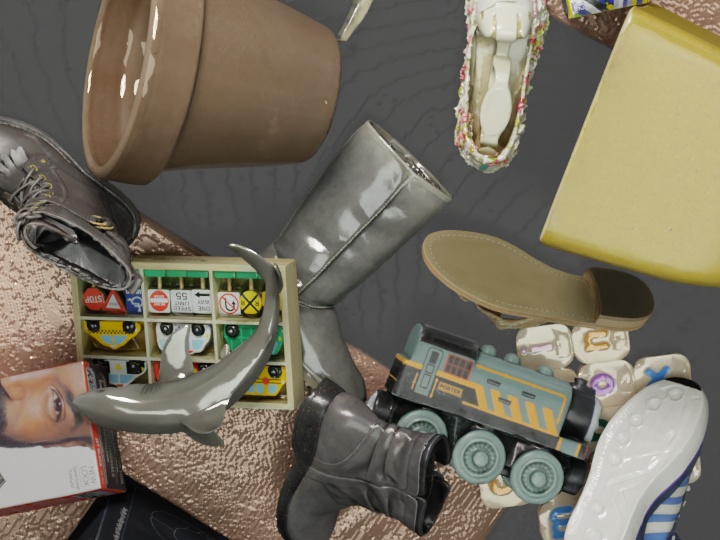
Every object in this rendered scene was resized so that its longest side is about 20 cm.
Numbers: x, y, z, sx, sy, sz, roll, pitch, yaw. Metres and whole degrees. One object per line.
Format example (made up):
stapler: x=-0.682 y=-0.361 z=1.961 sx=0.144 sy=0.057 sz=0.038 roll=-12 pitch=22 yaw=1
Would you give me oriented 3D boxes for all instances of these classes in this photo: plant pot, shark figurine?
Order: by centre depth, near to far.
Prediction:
plant pot: x=0.279 y=-0.085 z=1.649 sx=0.200 sy=0.196 sz=0.195 roll=23 pitch=102 yaw=8
plant pot: x=-0.115 y=-0.158 z=1.671 sx=0.174 sy=0.200 sz=0.201 roll=9 pitch=103 yaw=-22
shark figurine: x=-0.113 y=0.087 z=1.674 sx=0.214 sy=0.090 sz=0.128 roll=-41 pitch=115 yaw=13

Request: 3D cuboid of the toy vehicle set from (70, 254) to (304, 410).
toy vehicle set: x=-0.146 y=0.051 z=1.747 sx=0.200 sy=0.027 sz=0.125 roll=1 pitch=104 yaw=20

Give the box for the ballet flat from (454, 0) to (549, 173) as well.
ballet flat: x=0.118 y=-0.176 z=1.715 sx=0.075 sy=0.064 sz=0.200 roll=3 pitch=102 yaw=0

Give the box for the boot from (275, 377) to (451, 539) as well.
boot: x=0.004 y=0.190 z=1.737 sx=0.132 sy=0.070 sz=0.200 roll=27 pitch=141 yaw=18

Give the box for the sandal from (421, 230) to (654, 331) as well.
sandal: x=0.140 y=0.028 z=1.761 sx=0.211 sy=0.078 sz=0.070 roll=11 pitch=139 yaw=-16

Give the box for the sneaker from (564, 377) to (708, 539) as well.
sneaker: x=0.249 y=0.206 z=1.793 sx=0.080 sy=0.147 sz=0.200 roll=18 pitch=65 yaw=34

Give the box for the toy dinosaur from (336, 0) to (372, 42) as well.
toy dinosaur: x=0.021 y=-0.287 z=1.698 sx=0.088 sy=0.047 sz=0.200 roll=2 pitch=104 yaw=14

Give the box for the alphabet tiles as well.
alphabet tiles: x=0.195 y=0.139 z=1.812 sx=0.195 sy=0.015 sz=0.200 roll=-8 pitch=103 yaw=1

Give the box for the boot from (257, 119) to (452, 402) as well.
boot: x=0.001 y=0.001 z=1.758 sx=0.200 sy=0.073 sz=0.182 roll=-43 pitch=100 yaw=3

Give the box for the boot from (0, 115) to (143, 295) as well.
boot: x=-0.258 y=-0.055 z=1.681 sx=0.200 sy=0.174 sz=0.069 roll=28 pitch=101 yaw=-7

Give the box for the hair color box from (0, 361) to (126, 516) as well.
hair color box: x=-0.307 y=0.150 z=1.751 sx=0.200 sy=0.064 sz=0.111 roll=-12 pitch=79 yaw=12

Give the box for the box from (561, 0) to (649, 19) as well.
box: x=0.181 y=-0.311 z=1.684 sx=0.070 sy=0.064 sz=0.200 roll=-12 pitch=103 yaw=3

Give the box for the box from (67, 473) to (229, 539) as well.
box: x=-0.164 y=0.293 z=1.749 sx=0.196 sy=0.200 sz=0.124 roll=35 pitch=100 yaw=-8

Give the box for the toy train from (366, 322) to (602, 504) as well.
toy train: x=0.107 y=0.122 z=1.762 sx=0.200 sy=0.085 sz=0.114 roll=19 pitch=92 yaw=-5
